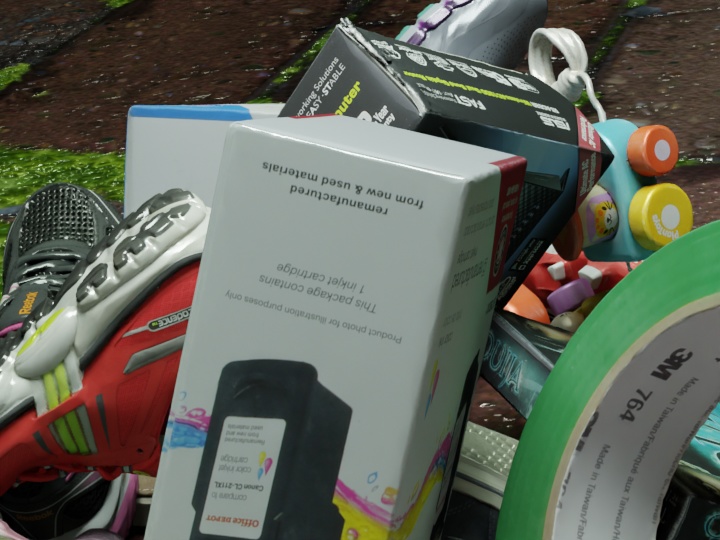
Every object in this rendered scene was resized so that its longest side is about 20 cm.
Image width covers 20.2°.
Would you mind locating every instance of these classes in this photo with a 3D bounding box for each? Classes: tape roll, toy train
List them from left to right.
[{"bbox_3d":[0.084,-0.007,0.968,0.055,0.201,0.150,-20,49,-31],"label":"toy train"},{"bbox_3d":[0.122,0.083,0.633,0.048,0.202,0.200,20,6,-31],"label":"tape roll"}]

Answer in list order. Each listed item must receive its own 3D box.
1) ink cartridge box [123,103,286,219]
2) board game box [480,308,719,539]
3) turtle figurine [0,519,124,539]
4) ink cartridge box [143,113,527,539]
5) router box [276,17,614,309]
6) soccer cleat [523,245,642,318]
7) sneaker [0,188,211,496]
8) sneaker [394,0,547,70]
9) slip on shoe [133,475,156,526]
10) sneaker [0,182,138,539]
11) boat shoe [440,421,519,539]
[{"bbox_3d":[-0.026,-0.052,1.148,0.145,0.085,0.200,3,6,20],"label":"ink cartridge box"},{"bbox_3d":[0.137,0.076,0.822,0.134,0.028,0.200,18,12,-24],"label":"board game box"},{"bbox_3d":[-0.144,0.131,0.714,0.148,0.102,0.200,3,0,9],"label":"turtle figurine"},{"bbox_3d":[-0.010,0.053,0.706,0.082,0.202,0.146,13,8,10],"label":"ink cartridge box"},{"bbox_3d":[0.000,0.000,0.866,0.149,0.201,0.062,6,34,-52],"label":"router box"},{"bbox_3d":[0.129,0.005,1.059,0.085,0.069,0.200,-21,21,-25],"label":"soccer cleat"},{"bbox_3d":[-0.110,0.060,0.793,0.200,0.085,0.077,-42,13,17],"label":"sneaker"},{"bbox_3d":[0.032,-0.054,0.983,0.200,0.074,0.088,-45,52,1],"label":"sneaker"},{"bbox_3d":[-0.124,0.068,0.970,0.076,0.061,0.199,-23,27,-38],"label":"slip on shoe"},{"bbox_3d":[-0.134,0.032,0.911,0.080,0.087,0.201,-12,51,3],"label":"sneaker"},{"bbox_3d":[0.059,0.107,0.813,0.199,0.063,0.075,22,13,17],"label":"boat shoe"}]
